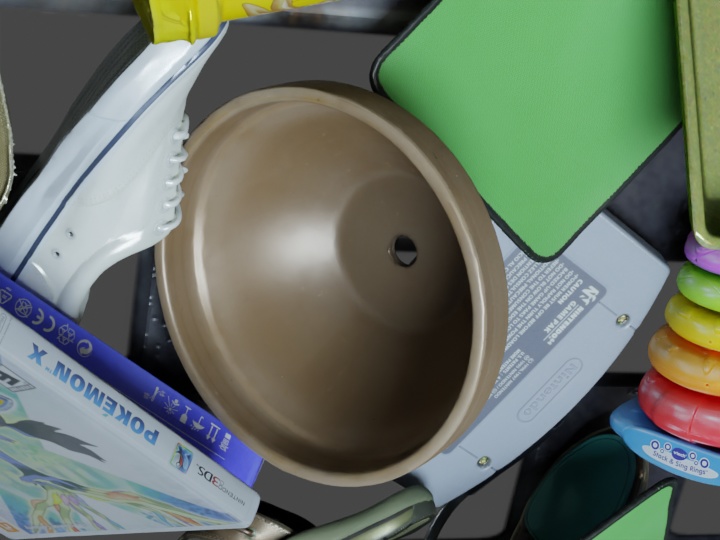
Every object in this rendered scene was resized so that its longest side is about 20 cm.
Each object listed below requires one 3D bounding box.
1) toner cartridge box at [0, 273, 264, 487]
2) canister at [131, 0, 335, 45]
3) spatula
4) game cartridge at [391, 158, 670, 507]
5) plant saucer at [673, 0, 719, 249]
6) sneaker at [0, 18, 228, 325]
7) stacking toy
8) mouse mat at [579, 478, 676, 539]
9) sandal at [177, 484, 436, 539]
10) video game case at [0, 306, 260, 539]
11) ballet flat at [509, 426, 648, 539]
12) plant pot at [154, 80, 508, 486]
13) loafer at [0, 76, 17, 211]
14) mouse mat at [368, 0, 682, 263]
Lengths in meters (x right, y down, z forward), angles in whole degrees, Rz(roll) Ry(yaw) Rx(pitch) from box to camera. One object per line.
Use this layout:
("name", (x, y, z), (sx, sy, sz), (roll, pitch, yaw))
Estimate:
("toner cartridge box", (-0.153, 0.067, 0.815), (0.200, 0.095, 0.043), (38, 59, -30))
("canister", (-0.007, -0.172, 0.691), (0.200, 0.149, 0.087), (-12, 121, -11))
("spatula", (0.055, 0.148, 0.963), (0.200, 0.021, 0.057), (-48, 142, 9))
("game cartridge", (0.073, 0.040, 0.900), (0.133, 0.042, 0.200), (34, 106, -33))
("plant saucer", (0.238, -0.111, 0.805), (0.200, 0.048, 0.200), (-2, 87, -20))
("sneaker", (-0.113, -0.053, 0.772), (0.071, 0.073, 0.200), (33, 119, -18))
("stacking toy", (0.214, 0.011, 0.876), (0.110, 0.116, 0.200), (-18, 118, -47))
("mouse mat", (0.117, 0.207, 0.927), (0.161, 0.008, 0.200), (-32, 147, -17))
("sandal", (-0.056, 0.154, 0.917), (0.201, 0.080, 0.057), (-21, 82, 4))
("video game case", (-0.178, 0.082, 0.783), (0.200, 0.022, 0.182), (-11, 139, 41))
("ballet flat", (0.125, 0.178, 0.985), (0.069, 0.069, 0.200), (25, 112, -26))
("plant pot", (0.000, 0.000, 0.796), (0.093, 0.201, 0.201), (-21, 133, -50))
("loafer", (-0.205, -0.098, 0.723), (0.076, 0.067, 0.200), (-14, 122, -7))
("mouse mat", (0.117, -0.119, 0.814), (0.200, 0.008, 0.161), (-47, 120, -2))
